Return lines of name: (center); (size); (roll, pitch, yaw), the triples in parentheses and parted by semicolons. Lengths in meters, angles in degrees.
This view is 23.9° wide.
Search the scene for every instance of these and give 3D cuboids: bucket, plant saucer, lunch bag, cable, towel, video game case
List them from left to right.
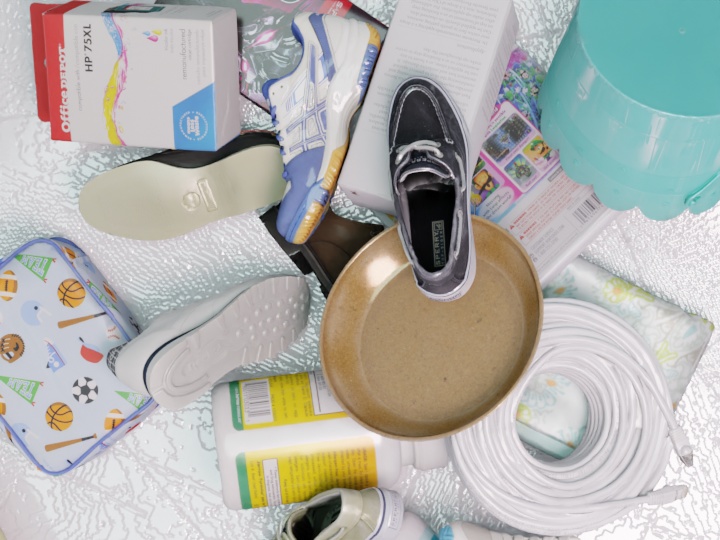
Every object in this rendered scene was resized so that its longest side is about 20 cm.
lunch bag: (-0.281, 0.076, 1.529); (0.160, 0.076, 0.201); (-38, 89, 4)
plant saucer: (0.062, 0.050, 1.408); (0.199, 0.035, 0.202); (-11, 64, 22)
video game case: (0.126, -0.073, 1.508); (0.200, 0.024, 0.182); (-44, 69, 2)
cable: (0.167, 0.124, 1.447); (0.198, 0.069, 0.202); (-17, 90, -10)
towel: (0.192, 0.080, 1.518); (0.199, 0.048, 0.172); (27, 92, 2)
bucket: (0.257, -0.163, 1.434); (0.205, 0.135, 0.209); (3, 61, -4)

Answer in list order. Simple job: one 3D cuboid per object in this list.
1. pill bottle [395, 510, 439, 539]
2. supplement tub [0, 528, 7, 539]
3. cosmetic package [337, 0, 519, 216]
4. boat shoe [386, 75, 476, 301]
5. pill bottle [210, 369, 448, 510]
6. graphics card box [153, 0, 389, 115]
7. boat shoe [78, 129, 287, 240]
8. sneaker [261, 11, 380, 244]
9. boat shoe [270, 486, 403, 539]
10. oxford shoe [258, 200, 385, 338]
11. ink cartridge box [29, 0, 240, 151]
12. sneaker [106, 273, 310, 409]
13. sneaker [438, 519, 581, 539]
pill bottle: (0.075, 0.316, 1.491); (0.200, 0.111, 0.111); (44, 92, 2)
supplement tub: (-0.375, 0.270, 1.496); (0.144, 0.145, 0.201); (-30, 88, 2)
cosmetic package: (0.062, -0.147, 1.491); (0.101, 0.071, 0.202); (17, 81, 15)
boat shoe: (0.054, -0.077, 1.398); (0.071, 0.068, 0.202); (-8, 68, 12)
pill bottle: (-0.027, 0.143, 1.492); (0.198, 0.113, 0.114); (-7, 89, -4)
graphics card box: (-0.082, -0.215, 1.532); (0.199, 0.051, 0.126); (35, 92, 4)
boat shoe: (-0.153, -0.077, 1.531); (0.200, 0.063, 0.074); (-12, 109, 3)
sneaker: (-0.049, -0.125, 1.473); (0.087, 0.075, 0.202); (17, 83, -1)
boat shoe: (-0.039, 0.224, 1.467); (0.062, 0.200, 0.073); (21, 54, -26)
oxford shoe: (0.000, 0.000, 1.502); (0.084, 0.073, 0.200); (-39, 75, -3)
ink cartridge box: (-0.210, -0.173, 1.497); (0.198, 0.067, 0.117); (4, 109, 15)
sneaker: (-0.129, 0.049, 1.495); (0.199, 0.080, 0.077); (-26, 118, -37)
sneaker: (0.151, 0.258, 1.471); (0.199, 0.077, 0.081); (30, 114, -28)
